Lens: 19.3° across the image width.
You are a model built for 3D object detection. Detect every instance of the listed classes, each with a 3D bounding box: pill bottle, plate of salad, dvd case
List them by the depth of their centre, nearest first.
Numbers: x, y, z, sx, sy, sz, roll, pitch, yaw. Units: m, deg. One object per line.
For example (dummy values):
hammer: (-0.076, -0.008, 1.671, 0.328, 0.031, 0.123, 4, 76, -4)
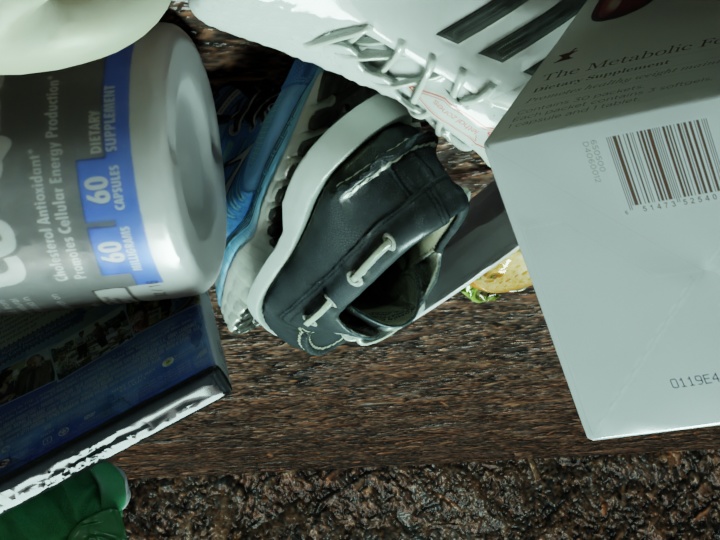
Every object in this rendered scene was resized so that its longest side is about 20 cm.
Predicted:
pill bottle: (-0.164, -0.036, 0.874, 0.200, 0.114, 0.114, -6, 169, 8)
dvd case: (-0.133, 0.028, 0.925, 0.143, 0.018, 0.200, -28, -149, 5)
plate of salad: (0.084, -0.023, 0.984, 0.200, 0.048, 0.200, -39, -176, 4)

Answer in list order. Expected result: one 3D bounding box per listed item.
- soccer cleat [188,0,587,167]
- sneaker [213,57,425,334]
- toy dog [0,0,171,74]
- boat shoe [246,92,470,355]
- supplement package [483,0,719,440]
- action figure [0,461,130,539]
soccer cleat: (0.032, -0.081, 0.787, 0.200, 0.085, 0.069, 2, 168, -31)
sneaker: (-0.040, -0.052, 0.929, 0.078, 0.090, 0.200, -25, 161, -33)
toy dog: (-0.069, -0.106, 0.489, 0.200, 0.140, 0.194, -7, -179, 13)
boat shoe: (0.000, 0.000, 0.881, 0.076, 0.060, 0.200, -36, 166, -15)
supplement package: (0.135, -0.046, 0.707, 0.114, 0.110, 0.200, -10, -157, 27)
action figure: (-0.149, 0.093, 0.915, 0.055, 0.118, 0.200, 48, 169, -36)
